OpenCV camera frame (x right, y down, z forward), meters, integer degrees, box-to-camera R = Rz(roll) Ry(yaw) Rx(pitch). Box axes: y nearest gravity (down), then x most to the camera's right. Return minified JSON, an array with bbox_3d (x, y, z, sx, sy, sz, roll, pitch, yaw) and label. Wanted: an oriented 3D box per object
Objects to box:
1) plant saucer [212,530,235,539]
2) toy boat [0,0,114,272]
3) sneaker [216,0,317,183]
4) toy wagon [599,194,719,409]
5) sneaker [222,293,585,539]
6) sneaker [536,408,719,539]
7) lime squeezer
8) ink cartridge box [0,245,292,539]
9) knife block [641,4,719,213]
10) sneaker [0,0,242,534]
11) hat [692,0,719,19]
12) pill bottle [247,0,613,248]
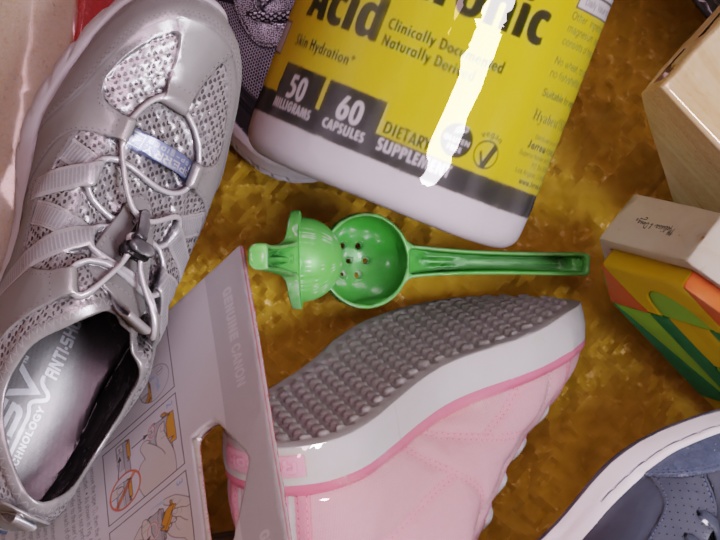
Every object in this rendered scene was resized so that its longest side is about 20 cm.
[{"bbox_3d":[-0.033,0.191,1.041,0.198,0.029,0.202,2,73,-5],"label":"plant saucer"},{"bbox_3d":[-0.110,-0.062,1.078,0.130,0.130,0.201,17,69,-33],"label":"toy boat"},{"bbox_3d":[-0.031,-0.142,1.100,0.075,0.114,0.201,-3,73,-7],"label":"sneaker"},{"bbox_3d":[0.172,0.048,1.042,0.040,0.155,0.200,-49,114,-10],"label":"toy wagon"},{"bbox_3d":[0.020,0.078,1.045,0.075,0.200,0.105,3,109,33],"label":"sneaker"},{"bbox_3d":[0.112,0.138,0.973,0.202,0.077,0.146,-36,41,-23],"label":"sneaker"},{"bbox_3d":[0.000,0.000,1.053,0.070,0.199,0.038,21,101,36],"label":"lime squeezer"},{"bbox_3d":[-0.079,0.115,0.953,0.176,0.045,0.201,-37,37,21],"label":"ink cartridge box"},{"bbox_3d":[0.205,0.000,1.056,0.175,0.200,0.064,30,68,35],"label":"knife block"},{"bbox_3d":[-0.082,0.001,0.958,0.074,0.082,0.201,22,86,-30],"label":"sneaker"},{"bbox_3d":[0.212,-0.128,1.144,0.199,0.081,0.202,1,65,-2],"label":"hat"},{"bbox_3d":[0.042,-0.119,1.040,0.111,0.111,0.201,21,93,0],"label":"pill bottle"}]
